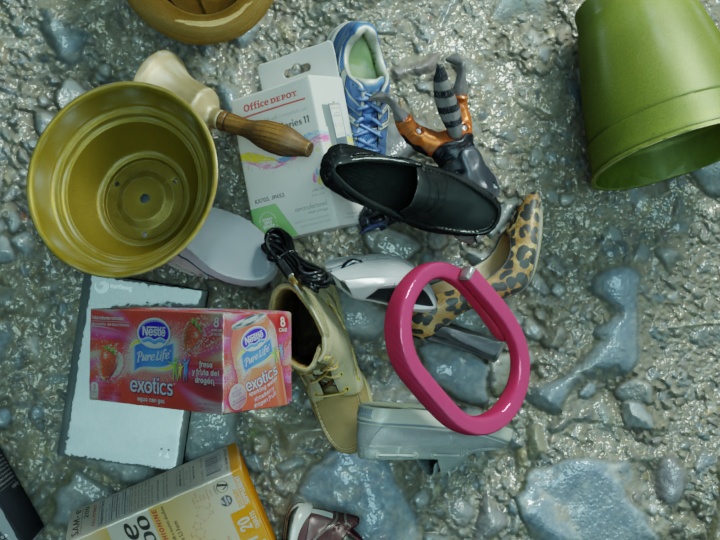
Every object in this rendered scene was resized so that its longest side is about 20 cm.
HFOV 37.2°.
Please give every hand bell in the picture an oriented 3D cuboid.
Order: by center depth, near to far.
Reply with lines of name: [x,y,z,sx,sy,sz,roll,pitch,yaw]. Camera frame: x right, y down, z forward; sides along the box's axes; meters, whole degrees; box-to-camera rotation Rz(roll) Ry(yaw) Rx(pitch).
hand bell: [-0.137,-0.154,1.126,0.198,0.104,0.106,22,87,22]

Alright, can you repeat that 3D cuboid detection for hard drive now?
hard drive: [-0.251,0.111,1.186,0.137,0.033,0.204,8,88,-5]

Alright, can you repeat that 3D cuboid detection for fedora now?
fedora: [-0.175,-0.339,1.176,0.197,0.082,0.204,0,84,-3]

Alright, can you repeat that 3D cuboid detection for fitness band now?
fitness band: [0.106,0.083,1.130,0.200,0.037,0.144,48,61,-24]

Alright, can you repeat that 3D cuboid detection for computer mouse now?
computer mouse: [0.000,0.000,1.125,0.197,0.110,0.044,11,108,-31]

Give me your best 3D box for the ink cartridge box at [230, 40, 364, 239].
ink cartridge box: [-0.071,-0.139,1.162,0.116,0.067,0.204,-11,90,34]

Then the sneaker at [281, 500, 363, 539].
sneaker: [-0.037,0.363,1.183,0.113,0.076,0.204,8,88,-8]

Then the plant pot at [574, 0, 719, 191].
plant pot: [0.324,-0.216,1.178,0.197,0.201,0.196,-13,78,-5]

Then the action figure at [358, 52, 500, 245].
action figure: [0.081,-0.112,1.148,0.199,0.104,0.196,-31,102,-32]

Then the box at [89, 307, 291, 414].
box: [-0.172,0.086,1.075,0.198,0.102,0.097,0,89,38]

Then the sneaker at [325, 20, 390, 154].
sneaker: [-0.004,-0.179,1.187,0.074,0.077,0.204,-8,92,-18]

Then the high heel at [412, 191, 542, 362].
high heel: [0.120,-0.010,1.202,0.140,0.071,0.203,19,94,-7]

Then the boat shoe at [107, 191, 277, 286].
boat shoe: [-0.181,-0.022,1.172,0.199,0.086,0.075,19,64,8]

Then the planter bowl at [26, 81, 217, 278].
planter bowl: [-0.233,-0.084,1.099,0.197,0.084,0.204,-1,78,7]

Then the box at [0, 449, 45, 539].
box: [-0.454,0.235,1.129,0.147,0.107,0.202,-30,93,-6]

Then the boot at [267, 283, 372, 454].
boot: [-0.042,0.107,1.139,0.072,0.155,0.203,-13,89,9]

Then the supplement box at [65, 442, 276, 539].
supplement box: [-0.200,0.289,1.154,0.197,0.074,0.128,-23,107,-5]

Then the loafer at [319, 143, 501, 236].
loafer: [0.053,-0.076,1.086,0.198,0.070,0.069,17,100,-13]

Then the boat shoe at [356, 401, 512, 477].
boat shoe: [0.079,0.189,1.176,0.198,0.070,0.073,11,89,-30]
